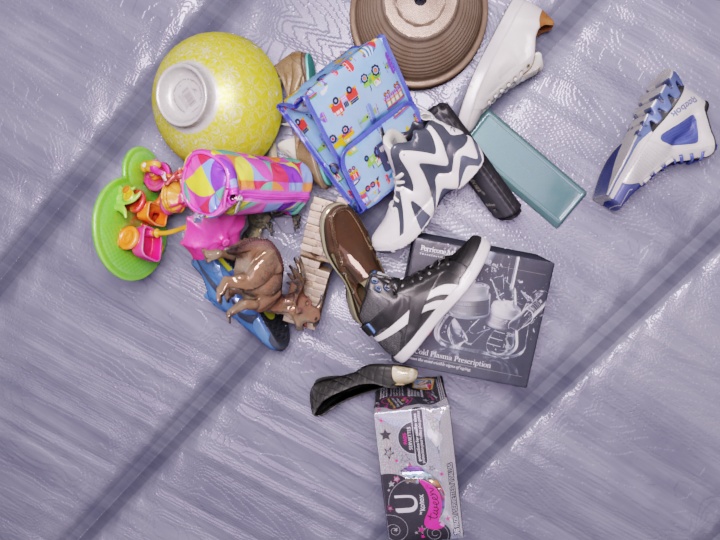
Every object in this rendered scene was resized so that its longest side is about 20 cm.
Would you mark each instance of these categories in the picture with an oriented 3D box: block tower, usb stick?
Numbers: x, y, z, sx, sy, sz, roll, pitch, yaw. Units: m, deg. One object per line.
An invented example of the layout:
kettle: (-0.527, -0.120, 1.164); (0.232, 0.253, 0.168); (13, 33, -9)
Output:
block tower: (-0.066, -0.017, 0.853); (0.057, 0.054, 0.202); (17, 99, 0)
usb stick: (0.159, -0.152, 0.801); (0.200, 0.055, 0.033); (48, 68, -18)

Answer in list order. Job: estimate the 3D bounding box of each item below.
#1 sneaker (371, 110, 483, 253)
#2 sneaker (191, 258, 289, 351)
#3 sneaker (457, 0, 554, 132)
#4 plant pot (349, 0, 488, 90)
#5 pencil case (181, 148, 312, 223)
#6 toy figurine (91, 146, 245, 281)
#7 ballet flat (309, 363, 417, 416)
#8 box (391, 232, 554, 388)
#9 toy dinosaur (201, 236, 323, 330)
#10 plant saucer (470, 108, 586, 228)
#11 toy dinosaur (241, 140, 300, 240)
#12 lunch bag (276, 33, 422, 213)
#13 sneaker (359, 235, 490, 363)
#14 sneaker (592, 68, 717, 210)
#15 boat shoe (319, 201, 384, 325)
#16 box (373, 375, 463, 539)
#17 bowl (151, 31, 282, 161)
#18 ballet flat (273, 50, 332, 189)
sneaker: (0.054, -0.125, 0.755); (0.129, 0.080, 0.199); (38, 118, -17)
sneaker: (-0.186, 0.046, 0.870); (0.078, 0.066, 0.201); (-32, 96, 21)
sneaker: (0.204, -0.275, 0.786); (0.084, 0.073, 0.202); (28, 98, 4)
plant pot: (0.081, -0.359, 0.774); (0.198, 0.093, 0.204); (1, 100, 4)
pencil case: (-0.140, -0.109, 0.729); (0.087, 0.200, 0.090); (5, 101, 26)
toy figurine: (-0.248, -0.085, 0.795); (0.182, 0.150, 0.202); (0, 74, 19)
ballet flat: (0.004, 0.178, 0.842); (0.199, 0.066, 0.057); (-22, 55, 35)
box: (0.156, 0.052, 0.824); (0.197, 0.104, 0.184); (10, 98, 2)
toy dinosaur: (-0.129, 0.005, 0.762); (0.134, 0.086, 0.201); (-21, 141, -8)
plant saucer: (0.241, -0.151, 0.833); (0.199, 0.019, 0.070); (39, 99, -4)
toy dinosaur: (-0.125, -0.109, 0.849); (0.087, 0.047, 0.202); (14, 96, 8)
lunch bag: (0.007, -0.191, 0.786); (0.150, 0.094, 0.201); (-44, 117, -18)
sneaker: (0.071, 0.015, 0.736); (0.111, 0.073, 0.201); (36, 101, -2)
sneaker: (0.426, -0.167, 0.787); (0.114, 0.081, 0.201); (28, 98, 1)
boat shoe: (0.005, -0.003, 0.811); (0.074, 0.075, 0.204); (-34, 120, -20)
box: (0.084, 0.281, 0.848); (0.113, 0.132, 0.203); (-7, 98, 5)
bowl: (-0.219, -0.236, 0.782); (0.198, 0.108, 0.203); (3, 100, 17)
ballet flat: (-0.090, -0.214, 0.821); (0.071, 0.068, 0.203); (-9, 96, 14)
